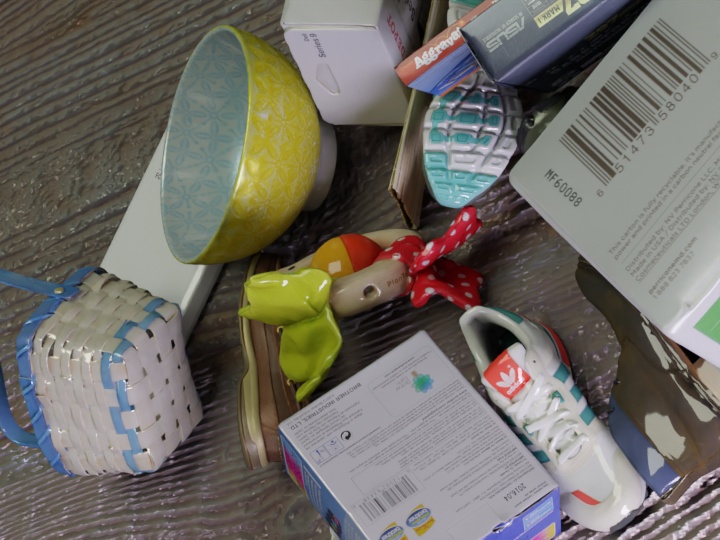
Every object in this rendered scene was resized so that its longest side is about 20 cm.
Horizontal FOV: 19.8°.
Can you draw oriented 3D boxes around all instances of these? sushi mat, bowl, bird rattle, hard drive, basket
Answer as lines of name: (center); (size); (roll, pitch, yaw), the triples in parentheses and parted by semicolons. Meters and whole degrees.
sushi mat: (0.054, -0.141, 1.656); (0.012, 0.096, 0.201); (9, 75, 15)
bowl: (-0.084, -0.096, 1.717); (0.200, 0.107, 0.201); (-171, 90, -66)
bird rattle: (0.000, 0.000, 1.610); (0.200, 0.113, 0.163); (-31, 20, -5)
hard drive: (-0.163, -0.035, 1.837); (0.132, 0.027, 0.201); (22, 85, 44)
basket: (-0.240, 0.087, 1.744); (0.199, 0.177, 0.139); (8, 36, 25)

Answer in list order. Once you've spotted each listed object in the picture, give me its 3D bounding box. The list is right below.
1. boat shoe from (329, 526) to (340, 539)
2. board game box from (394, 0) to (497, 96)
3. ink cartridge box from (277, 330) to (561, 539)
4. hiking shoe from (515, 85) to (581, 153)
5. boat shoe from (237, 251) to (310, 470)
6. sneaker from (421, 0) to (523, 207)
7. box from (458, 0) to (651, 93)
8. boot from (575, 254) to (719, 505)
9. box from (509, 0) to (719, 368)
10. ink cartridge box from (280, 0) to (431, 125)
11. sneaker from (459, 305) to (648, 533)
boat shoe: (0.018, 0.198, 1.537); (0.075, 0.068, 0.201); (5, 73, 45)
board game box: (0.121, -0.194, 1.489); (0.200, 0.103, 0.019); (-35, 79, 14)
ink cartridge box: (0.051, 0.160, 1.469); (0.136, 0.076, 0.200); (-32, 56, -14)
hiking shoe: (0.218, -0.115, 1.522); (0.200, 0.076, 0.101); (-35, 73, 19)
boat shoe: (-0.063, 0.071, 1.679); (0.067, 0.072, 0.201); (-5, 53, 4)
sneaker: (0.087, -0.123, 1.612); (0.077, 0.091, 0.200); (14, 57, 0)
box: (0.179, -0.200, 1.435); (0.200, 0.158, 0.051); (-36, 79, 17)
boot: (0.191, 0.072, 1.442); (0.097, 0.075, 0.200); (-49, 48, 8)
box: (0.254, -0.057, 1.379); (0.199, 0.171, 0.200); (-51, 47, 11)
ink cartridge box: (0.010, -0.237, 1.670); (0.087, 0.145, 0.201); (4, 62, 19)
sneaker: (0.128, 0.102, 1.469); (0.070, 0.093, 0.200); (-43, 48, 18)
